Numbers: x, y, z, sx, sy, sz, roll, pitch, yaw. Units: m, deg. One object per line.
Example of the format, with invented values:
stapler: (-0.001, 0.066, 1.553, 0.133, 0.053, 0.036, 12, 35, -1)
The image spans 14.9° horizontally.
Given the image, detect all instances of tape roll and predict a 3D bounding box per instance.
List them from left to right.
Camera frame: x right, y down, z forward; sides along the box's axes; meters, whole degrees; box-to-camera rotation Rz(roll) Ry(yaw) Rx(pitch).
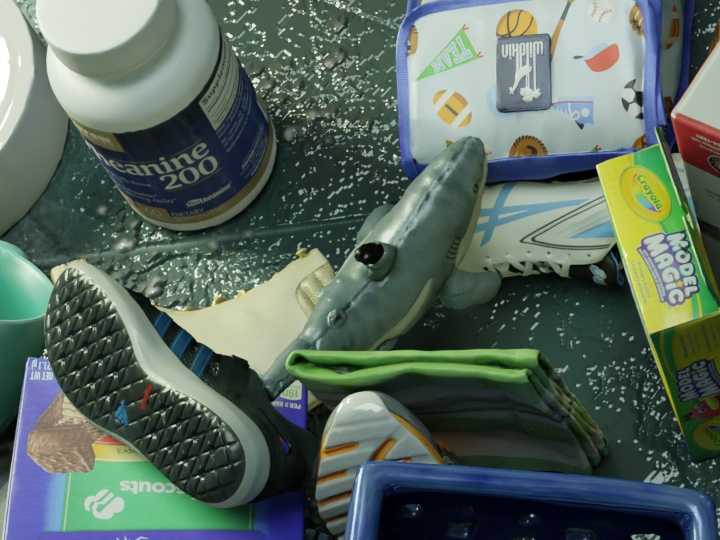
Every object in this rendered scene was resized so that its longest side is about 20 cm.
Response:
tape roll: (-0.301, -0.104, 1.857, 0.201, 0.071, 0.204, -7, 62, 13)

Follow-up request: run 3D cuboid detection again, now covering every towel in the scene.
towel: (0.052, 0.083, 1.576, 0.148, 0.200, 0.031, -2, 73, 16)

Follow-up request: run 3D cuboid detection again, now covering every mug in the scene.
mug: (-0.263, 0.047, 1.710, 0.152, 0.184, 0.115, 39, 114, 43)

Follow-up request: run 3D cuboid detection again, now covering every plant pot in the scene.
plant pot: (0.078, 0.232, 1.480, 0.199, 0.180, 0.201, 6, 63, -3)

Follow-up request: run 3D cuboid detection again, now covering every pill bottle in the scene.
pill bottle: (-0.131, -0.118, 1.735, 0.110, 0.200, 0.112, -7, 60, 13)

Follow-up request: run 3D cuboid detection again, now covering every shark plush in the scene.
shark plush: (0.000, 0.000, 1.610, 0.200, 0.083, 0.091, -32, 65, -25)

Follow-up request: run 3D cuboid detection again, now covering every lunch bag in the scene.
lunch bag: (0.115, -0.140, 1.703, 0.169, 0.124, 0.201, -4, 50, 18)

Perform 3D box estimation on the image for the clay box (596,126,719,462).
clay box: (0.180, 0.015, 1.571, 0.047, 0.200, 0.115, -19, 58, 6)

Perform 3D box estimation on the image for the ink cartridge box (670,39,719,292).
ink cartridge box: (0.269, -0.038, 1.575, 0.144, 0.200, 0.084, 26, 69, 27)

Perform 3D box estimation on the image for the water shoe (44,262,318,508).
water shoe: (-0.104, 0.068, 1.546, 0.200, 0.079, 0.072, 44, 116, 36)

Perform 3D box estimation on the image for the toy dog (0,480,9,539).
toy dog: (-0.232, 0.150, 1.674, 0.199, 0.132, 0.097, -23, 99, -4)

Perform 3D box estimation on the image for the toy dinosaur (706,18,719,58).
toy dinosaur: (0.276, -0.144, 1.722, 0.106, 0.060, 0.201, 12, 70, -4)

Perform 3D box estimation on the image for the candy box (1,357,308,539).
candy box: (-0.117, 0.150, 1.550, 0.168, 0.077, 0.201, 4, 47, -4)

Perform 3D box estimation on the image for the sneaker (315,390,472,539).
sneaker: (0.027, 0.124, 1.566, 0.078, 0.200, 0.078, -9, 50, 15)

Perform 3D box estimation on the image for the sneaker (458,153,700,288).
sneaker: (0.119, -0.020, 1.687, 0.199, 0.072, 0.073, -12, 69, 14)

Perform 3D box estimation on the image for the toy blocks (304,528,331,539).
toy blocks: (-0.065, 0.194, 1.624, 0.199, 0.100, 0.137, 16, 57, 23)

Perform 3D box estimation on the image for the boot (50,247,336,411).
boot: (-0.090, 0.032, 1.720, 0.155, 0.073, 0.200, -37, 54, -8)
